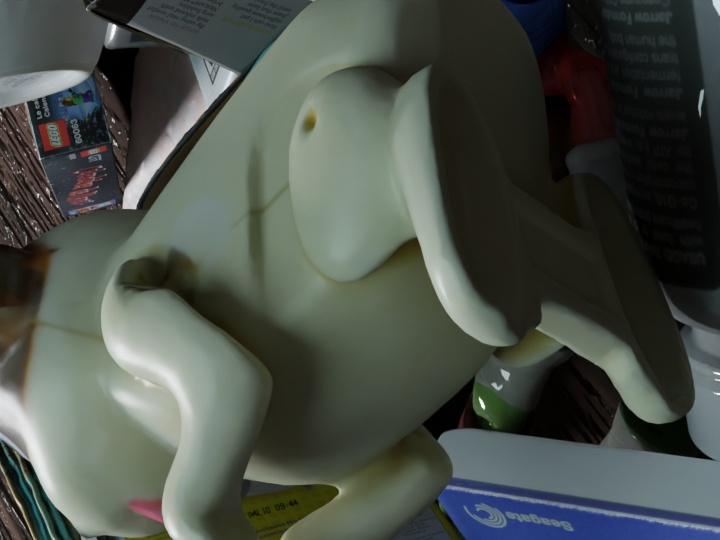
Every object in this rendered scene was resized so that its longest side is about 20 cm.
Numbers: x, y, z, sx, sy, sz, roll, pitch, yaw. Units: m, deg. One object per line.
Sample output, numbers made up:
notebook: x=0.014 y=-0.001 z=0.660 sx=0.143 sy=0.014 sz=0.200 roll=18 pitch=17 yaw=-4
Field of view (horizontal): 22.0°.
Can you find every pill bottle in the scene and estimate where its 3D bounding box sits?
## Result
pill bottle: x=0.135 y=-0.049 z=0.572 sx=0.113 sy=0.113 sz=0.202 roll=11 pitch=116 yaw=54

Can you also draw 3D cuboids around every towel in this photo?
towel: x=-0.068 y=-0.019 z=0.981 sx=0.191 sy=0.032 sz=0.201 roll=47 pitch=142 yaw=31
towel: x=-0.110 y=0.117 z=0.731 sx=0.201 sy=0.022 sz=0.147 roll=58 pitch=168 yaw=30

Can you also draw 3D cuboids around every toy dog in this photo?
toy dog: x=-0.034 y=0.004 z=0.558 sx=0.199 sy=0.139 sz=0.196 roll=-29 pitch=68 yaw=24

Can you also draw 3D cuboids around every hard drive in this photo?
hard drive: x=0.118 y=0.134 z=0.664 sx=0.131 sy=0.025 sz=0.201 roll=4 pitch=141 yaw=38

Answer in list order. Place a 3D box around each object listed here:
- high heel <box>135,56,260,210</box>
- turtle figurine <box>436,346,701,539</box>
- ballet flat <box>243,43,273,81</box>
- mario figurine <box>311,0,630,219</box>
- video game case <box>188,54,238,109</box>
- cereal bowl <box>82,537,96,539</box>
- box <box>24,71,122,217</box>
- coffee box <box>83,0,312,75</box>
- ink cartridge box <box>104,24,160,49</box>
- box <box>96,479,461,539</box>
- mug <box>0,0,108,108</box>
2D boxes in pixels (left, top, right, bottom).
high heel: x=-0.024 y=-0.095 z=0.764 sx=0.071 sy=0.141 sz=0.202 roll=45 pitch=140 yaw=37
turtle figurine: x=0.074 y=0.114 z=0.796 sx=0.195 sy=0.198 sz=0.144 roll=-62 pitch=30 yaw=26
ballet flat: x=0.012 y=-0.096 z=0.726 sx=0.068 sy=0.072 sz=0.201 roll=44 pitch=110 yaw=50
mario figurine: x=0.036 y=-0.069 z=0.633 sx=0.124 sy=0.105 sz=0.201 roll=-101 pitch=-4 yaw=-50
video game case: x=-0.060 y=-0.200 z=0.844 sx=0.183 sy=0.023 sz=0.201 roll=68 pitch=151 yaw=28
cereal bowl: x=-0.088 y=0.092 z=0.874 sx=0.199 sy=0.084 sz=0.201 roll=26 pitch=149 yaw=17
box: x=-0.163 y=-0.111 z=0.984 sx=0.200 sy=0.037 sz=0.138 roll=131 pitch=125 yaw=-81
coffee box: x=-0.023 y=-0.184 z=0.674 sx=0.200 sy=0.079 sz=0.114 roll=-42 pitch=51 yaw=27
ink cartridge box: x=-0.105 y=-0.233 z=0.855 sx=0.201 sy=0.043 sz=0.175 roll=115 pitch=141 yaw=-50
box: x=-0.046 y=0.085 z=0.715 sx=0.200 sy=0.116 sz=0.049 roll=-125 pitch=29 yaw=-50
mug: x=-0.203 y=-0.157 z=0.822 sx=0.198 sy=0.148 sz=0.177 roll=-14 pitch=89 yaw=16
